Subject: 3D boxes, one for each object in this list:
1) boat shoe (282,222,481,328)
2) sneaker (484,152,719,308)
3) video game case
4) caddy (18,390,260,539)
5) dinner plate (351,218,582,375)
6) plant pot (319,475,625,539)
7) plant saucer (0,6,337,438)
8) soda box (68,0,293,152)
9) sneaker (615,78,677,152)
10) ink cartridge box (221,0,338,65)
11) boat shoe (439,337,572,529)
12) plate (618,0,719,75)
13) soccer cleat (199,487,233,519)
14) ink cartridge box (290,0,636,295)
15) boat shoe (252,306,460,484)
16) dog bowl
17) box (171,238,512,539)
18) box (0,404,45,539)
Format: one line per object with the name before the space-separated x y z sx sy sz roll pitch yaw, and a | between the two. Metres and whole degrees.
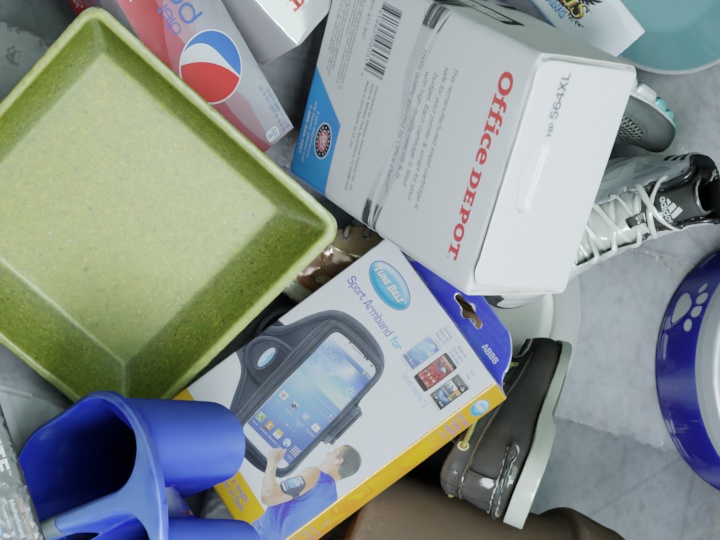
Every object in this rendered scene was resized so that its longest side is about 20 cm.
boat shoe | 0.000 0.000 1.162 0.199 0.076 0.072 35 101 -12
sneaker | 0.168 -0.040 1.218 0.200 0.115 0.076 -28 97 -36
video game case | 0.101 -0.220 1.164 0.045 0.200 0.182 -39 100 10
caddy | -0.144 0.149 1.040 0.104 0.200 0.143 1 69 -36
dinner plate | 0.073 0.024 1.240 0.198 0.024 0.202 2 85 -25
plant pot | 0.050 0.215 1.132 0.174 0.200 0.201 29 75 -11
plant saucer | -0.149 -0.030 1.087 0.199 0.048 0.200 41 106 -17
soda box | -0.124 -0.151 1.105 0.063 0.070 0.201 -42 118 -23
sneaker | 0.123 -0.106 1.248 0.198 0.078 0.092 18 85 -13
ink cartridge box | -0.076 -0.254 1.150 0.200 0.084 0.146 45 71 -16
boat shoe | 0.094 0.090 1.152 0.060 0.201 0.072 18 114 4
plate | 0.217 -0.242 1.321 0.198 0.026 0.202 1 88 -25
soccer cleat | -0.072 0.177 1.120 0.069 0.086 0.202 13 81 5
ink cartridge box | 0.056 -0.089 1.091 0.084 0.200 0.147 2 113 -38
boat shoe | 0.014 0.098 1.174 0.200 0.068 0.072 43 87 -14
dog bowl | 0.318 0.073 1.321 0.198 0.079 0.202 1 87 -25
box | -0.007 0.072 1.088 0.199 0.041 0.119 -38 66 3
box | -0.222 0.136 0.999 0.049 0.198 0.202 -20 95 -23
